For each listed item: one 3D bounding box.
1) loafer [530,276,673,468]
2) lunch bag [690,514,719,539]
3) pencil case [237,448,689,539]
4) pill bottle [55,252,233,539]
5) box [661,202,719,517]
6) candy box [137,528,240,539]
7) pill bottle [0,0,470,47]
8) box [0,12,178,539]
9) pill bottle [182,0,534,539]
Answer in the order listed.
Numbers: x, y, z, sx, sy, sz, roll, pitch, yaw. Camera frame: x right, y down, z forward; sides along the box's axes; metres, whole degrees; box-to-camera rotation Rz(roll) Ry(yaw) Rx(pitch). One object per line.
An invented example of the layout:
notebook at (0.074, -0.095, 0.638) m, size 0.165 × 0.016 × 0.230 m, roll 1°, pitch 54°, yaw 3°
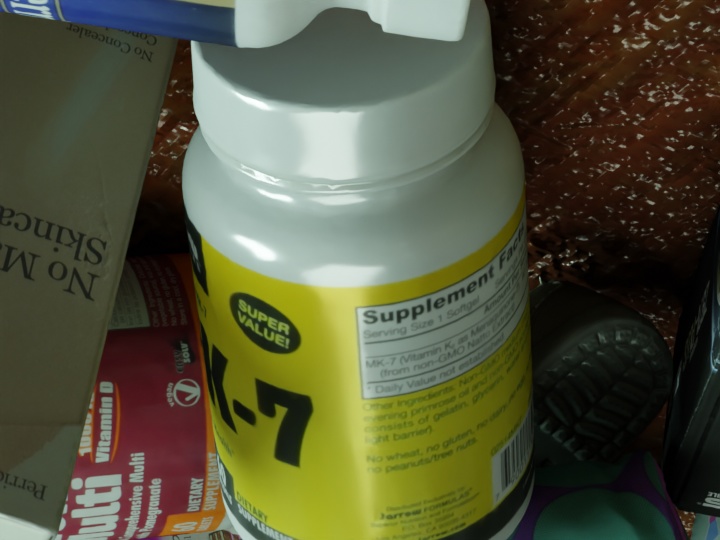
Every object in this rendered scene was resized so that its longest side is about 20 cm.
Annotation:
loafer at (0.032, 0.077, 1.059) m, size 0.200 × 0.070 × 0.075 m, roll -38°, pitch 121°, yaw 8°
lunch bag at (0.240, 0.130, 1.162) m, size 0.199 × 0.077 × 0.160 m, roll -8°, pitch 148°, yaw 27°
pencil case at (0.024, 0.128, 0.994) m, size 0.199 × 0.085 × 0.093 m, roll -13°, pitch 109°, yaw -7°
pill bottle at (-0.144, 0.054, 1.050) m, size 0.199 × 0.110 × 0.110 m, roll -5°, pitch 154°, yaw -17°
box at (0.219, 0.030, 0.982) m, size 0.199 × 0.087 × 0.164 m, roll 9°, pitch 151°, yaw 0°
candy box at (-0.044, 0.118, 1.165) m, size 0.199 × 0.137 × 0.061 m, roll -13°, pitch -172°, yaw 36°
pill bottle at (-0.061, -0.124, 0.765) m, size 0.199 × 0.116 × 0.116 m, roll 8°, pitch 151°, yaw 1°
box at (-0.129, 0.000, 0.913) m, size 0.094 × 0.201 × 0.078 m, roll 17°, pitch 150°, yaw -13°
pill bottle at (0.000, 0.000, 0.921) m, size 0.114 × 0.115 × 0.201 m, roll 3°, pitch 129°, yaw 11°
